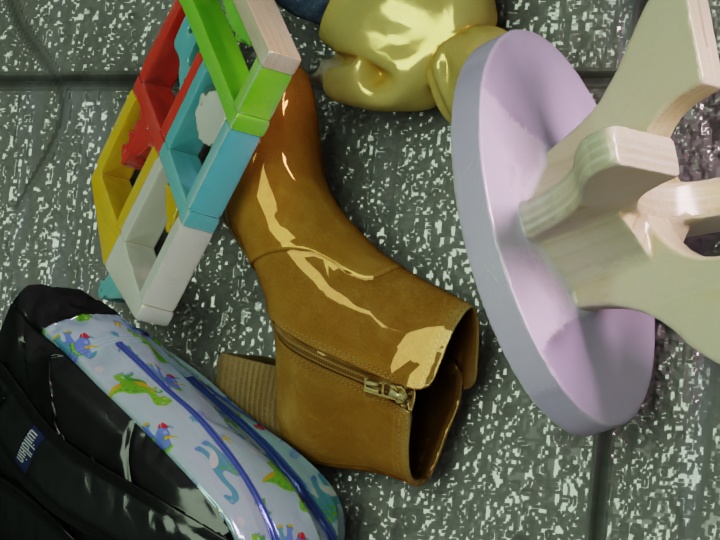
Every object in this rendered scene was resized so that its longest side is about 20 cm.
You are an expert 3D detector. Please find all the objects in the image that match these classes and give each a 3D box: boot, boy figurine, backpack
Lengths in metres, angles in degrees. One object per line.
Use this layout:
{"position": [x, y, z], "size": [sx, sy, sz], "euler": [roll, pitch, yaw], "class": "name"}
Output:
{"position": [0.000, 0.001, 1.437], "size": [0.143, 0.071, 0.203], "euler": [11, 98, 35], "class": "boot"}
{"position": [0.026, -0.136, 1.464], "size": [0.200, 0.064, 0.125], "euler": [37, 96, 27], "class": "boy figurine"}
{"position": [-0.106, 0.125, 1.433], "size": [0.200, 0.153, 0.164], "euler": [39, 114, 43], "class": "backpack"}

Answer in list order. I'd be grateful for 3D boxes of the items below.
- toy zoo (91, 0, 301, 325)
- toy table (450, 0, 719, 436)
{"position": [-0.095, -0.065, 1.474], "size": [0.201, 0.020, 0.132], "euler": [-61, 30, 27], "class": "toy zoo"}
{"position": [0.128, -0.033, 1.340], "size": [0.117, 0.183, 0.201], "euler": [-22, 82, 37], "class": "toy table"}
